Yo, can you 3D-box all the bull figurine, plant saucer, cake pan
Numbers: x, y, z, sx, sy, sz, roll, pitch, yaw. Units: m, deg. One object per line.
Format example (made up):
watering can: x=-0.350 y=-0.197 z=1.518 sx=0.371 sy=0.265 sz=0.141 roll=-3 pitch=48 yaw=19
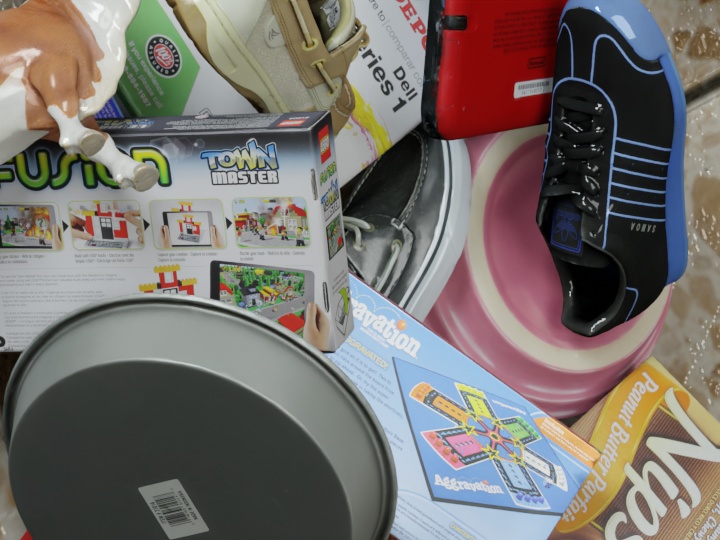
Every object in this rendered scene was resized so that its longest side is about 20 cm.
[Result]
bull figurine: x=-0.164 y=-0.075 z=1.140 sx=0.200 sy=0.122 sz=0.065 roll=-28 pitch=141 yaw=-10
plant saucer: x=0.108 y=-0.015 z=1.448 sx=0.200 sy=0.051 sz=0.201 roll=5 pitch=80 yaw=-33
cake pan: x=-0.083 y=0.102 z=1.207 sx=0.200 sy=0.200 sz=0.037 roll=47 pitch=34 yaw=-18

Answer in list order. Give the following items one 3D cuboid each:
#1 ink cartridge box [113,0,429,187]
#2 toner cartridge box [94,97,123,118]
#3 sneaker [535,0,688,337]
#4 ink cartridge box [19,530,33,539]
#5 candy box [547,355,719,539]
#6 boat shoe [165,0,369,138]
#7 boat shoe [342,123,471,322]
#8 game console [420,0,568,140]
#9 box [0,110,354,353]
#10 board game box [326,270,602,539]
ink cartridge box: x=-0.055 y=-0.107 z=1.336 sx=0.200 sy=0.084 sz=0.145 roll=-40 pitch=104 yaw=-31
toner cartridge box: x=-0.139 y=-0.020 z=1.262 sx=0.043 sy=0.095 sz=0.201 roll=-35 pitch=102 yaw=-40
sneaker: x=0.131 y=-0.056 z=1.365 sx=0.078 sy=0.070 sz=0.201 roll=-38 pitch=128 yaw=-34
ink cartridge box: x=-0.098 y=0.203 z=1.288 sx=0.200 sy=0.050 sz=0.161 roll=48 pitch=61 yaw=-20
candy box: x=0.134 y=0.153 z=1.407 sx=0.200 sy=0.055 sz=0.115 roll=-38 pitch=77 yaw=-28
boat shoe: x=-0.031 y=-0.111 z=1.200 sx=0.066 sy=0.200 sz=0.074 roll=-32 pitch=74 yaw=8
boat shoe: x=0.000 y=0.000 z=1.353 sx=0.071 sy=0.072 sz=0.201 roll=34 pitch=70 yaw=-42
game console: x=0.048 y=-0.169 z=1.368 sx=0.200 sy=0.118 sz=0.173 roll=-15 pitch=112 yaw=-59
box: x=-0.107 y=-0.017 z=1.192 sx=0.035 sy=0.199 sz=0.111 roll=-48 pitch=135 yaw=-66
board game box: x=0.022 y=0.083 z=1.321 sx=0.200 sy=0.019 sz=0.103 roll=36 pitch=84 yaw=-14
